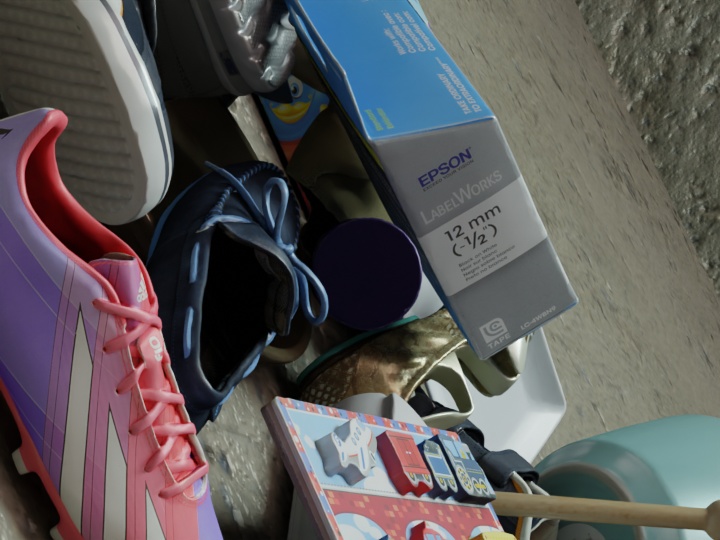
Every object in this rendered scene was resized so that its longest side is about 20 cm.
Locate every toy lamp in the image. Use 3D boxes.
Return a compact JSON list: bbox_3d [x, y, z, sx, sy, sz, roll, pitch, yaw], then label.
[{"bbox_3d":[0.000,0.000,0.973,0.059,0.058,0.200,61,-1,1],"label":"toy lamp"}]

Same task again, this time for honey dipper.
[{"bbox_3d":[0.102,0.121,0.996,0.038,0.197,0.038,-177,-90,-86],"label":"honey dipper"}]

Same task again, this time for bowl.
[{"bbox_3d":[0.150,0.173,1.098,0.104,0.201,0.202,17,42,-40],"label":"bowl"}]

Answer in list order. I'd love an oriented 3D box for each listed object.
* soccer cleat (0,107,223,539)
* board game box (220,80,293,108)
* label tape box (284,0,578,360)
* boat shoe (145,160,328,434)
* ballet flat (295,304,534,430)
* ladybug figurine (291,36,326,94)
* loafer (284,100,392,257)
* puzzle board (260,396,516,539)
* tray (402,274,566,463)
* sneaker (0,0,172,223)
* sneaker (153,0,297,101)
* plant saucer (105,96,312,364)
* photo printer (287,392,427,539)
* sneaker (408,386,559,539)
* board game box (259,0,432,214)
[{"bbox_3d":[-0.094,0.038,0.700,0.201,0.076,0.067,59,15,-8],"label":"soccer cleat"},{"bbox_3d":[-0.111,-0.167,1.084,0.158,0.039,0.201,39,23,-37],"label":"board game box"},{"bbox_3d":[0.028,-0.074,0.960,0.201,0.066,0.144,64,-3,-41],"label":"label tape box"},{"bbox_3d":[-0.052,0.015,0.823,0.084,0.068,0.201,54,30,-25],"label":"boat shoe"},{"bbox_3d":[0.048,0.048,1.039,0.199,0.071,0.066,-28,77,-39],"label":"ballet flat"},{"bbox_3d":[-0.041,-0.179,1.070,0.201,0.072,0.135,55,22,22],"label":"ladybug figurine"},{"bbox_3d":[0.003,-0.015,1.134,0.076,0.067,0.201,39,-23,50],"label":"loafer"},{"bbox_3d":[0.037,0.128,0.823,0.152,0.017,0.200,64,18,19],"label":"puzzle board"},{"bbox_3d":[0.069,0.051,1.150,0.108,0.022,0.201,-50,137,-30],"label":"tray"},{"bbox_3d":[-0.123,-0.121,0.823,0.079,0.078,0.201,-27,88,-46],"label":"sneaker"},{"bbox_3d":[-0.105,-0.166,0.891,0.202,0.081,0.075,68,26,-13],"label":"sneaker"},{"bbox_3d":[-0.088,-0.040,0.951,0.201,0.029,0.201,55,16,-24],"label":"plant saucer"},{"bbox_3d":[0.029,0.169,0.883,0.167,0.069,0.200,55,16,-19],"label":"photo printer"},{"bbox_3d":[0.061,0.121,1.061,0.201,0.079,0.078,64,16,15],"label":"sneaker"},{"bbox_3d":[-0.010,-0.136,1.231,0.202,0.102,0.105,66,16,16],"label":"board game box"}]
